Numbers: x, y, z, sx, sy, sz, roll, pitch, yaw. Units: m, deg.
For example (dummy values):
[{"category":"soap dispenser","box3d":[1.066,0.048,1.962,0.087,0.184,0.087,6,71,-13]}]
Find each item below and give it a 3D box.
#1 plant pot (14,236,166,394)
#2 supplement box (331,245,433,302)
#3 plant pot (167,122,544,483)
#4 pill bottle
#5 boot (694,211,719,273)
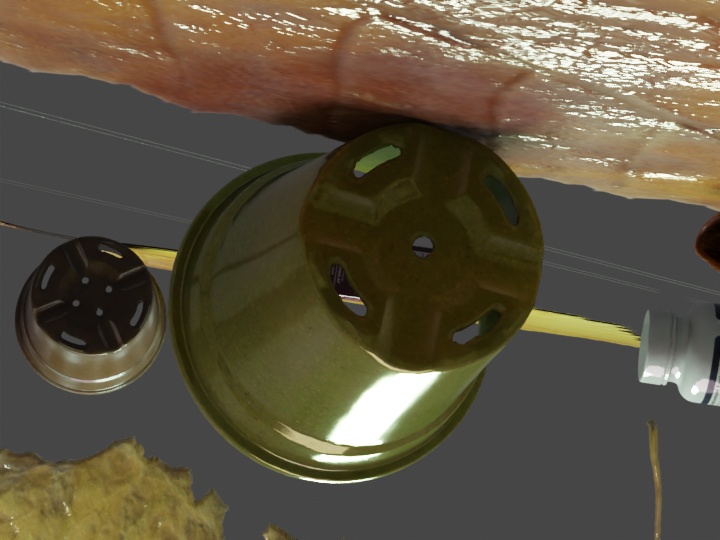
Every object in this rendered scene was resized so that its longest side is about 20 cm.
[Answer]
[{"category":"plant pot","box3d":[-0.341,0.046,2.322,0.200,0.200,0.198,8,168,-8]},{"category":"supplement box","box3d":[0.000,0.000,1.743,0.200,0.061,0.109,9,177,-7]},{"category":"plant pot","box3d":[0.008,0.007,1.002,0.200,0.200,0.184,8,165,-14]},{"category":"pill bottle","box3d":[0.408,0.094,1.986,0.200,0.111,0.111,8,177,3]},{"category":"boot","box3d":[0.272,-0.001,1.093,0.155,0.074,0.200,7,165,-9]}]
